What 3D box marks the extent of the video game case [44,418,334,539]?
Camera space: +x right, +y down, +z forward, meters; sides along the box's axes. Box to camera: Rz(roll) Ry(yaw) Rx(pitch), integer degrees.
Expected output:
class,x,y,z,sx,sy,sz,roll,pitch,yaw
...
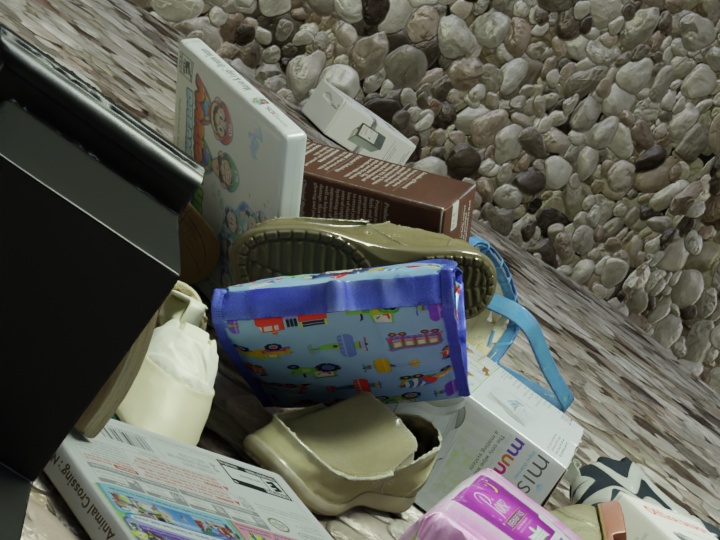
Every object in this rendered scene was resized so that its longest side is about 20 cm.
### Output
class,x,y,z,sx,sy,sz,roll,pitch,yaw
video game case,-0.066,0.145,0.808,0.200,0.022,0.182,27,12,-47

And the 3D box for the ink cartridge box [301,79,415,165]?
class,x,y,z,sx,sy,sz,roll,pitch,yaw
ink cartridge box,-0.006,-0.290,3.209,0.200,0.084,0.146,30,9,-32

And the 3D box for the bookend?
class,x,y,z,sx,sy,sz,roll,pitch,yaw
bookend,-0.138,0.043,0.479,0.092,0.199,0.200,35,9,-15

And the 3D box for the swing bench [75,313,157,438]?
class,x,y,z,sx,sy,sz,roll,pitch,yaw
swing bench,-0.217,-0.030,0.745,0.199,0.130,0.200,38,15,31

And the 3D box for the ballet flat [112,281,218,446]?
class,x,y,z,sx,sy,sz,roll,pitch,yaw
ballet flat,-0.117,0.051,0.966,0.069,0.070,0.200,33,9,-15

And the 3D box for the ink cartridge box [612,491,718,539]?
class,x,y,z,sx,sy,sz,roll,pitch,yaw
ink cartridge box,0.277,0.273,1.227,0.145,0.085,0.200,26,11,-49

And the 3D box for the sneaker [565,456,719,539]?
class,x,y,z,sx,sy,sz,roll,pitch,yaw
sneaker,0.264,0.227,1.434,0.198,0.080,0.130,20,23,-25

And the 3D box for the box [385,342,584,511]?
class,x,y,z,sx,sy,sz,roll,pitch,yaw
box,0.077,0.121,1.233,0.176,0.097,0.200,37,8,7

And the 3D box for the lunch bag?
class,x,y,z,sx,sy,sz,roll,pitch,yaw
lunch bag,-0.008,0.035,1.027,0.150,0.095,0.200,-4,-9,5

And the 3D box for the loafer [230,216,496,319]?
class,x,y,z,sx,sy,sz,roll,pitch,yaw
loafer,0.000,0.000,1.176,0.199,0.076,0.067,8,15,-11

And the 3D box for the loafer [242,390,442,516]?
class,x,y,z,sx,sy,sz,roll,pitch,yaw
loafer,-0.007,0.115,1.034,0.076,0.068,0.200,39,9,25

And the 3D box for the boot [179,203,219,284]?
class,x,y,z,sx,sy,sz,roll,pitch,yaw
boot,-0.197,-0.068,1.295,0.199,0.073,0.155,30,10,-4

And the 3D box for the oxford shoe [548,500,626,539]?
class,x,y,z,sx,sy,sz,roll,pitch,yaw
oxford shoe,0.156,0.229,1.127,0.073,0.071,0.200,-1,15,7

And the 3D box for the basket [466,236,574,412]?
class,x,y,z,sx,sy,sz,roll,pitch,yaw
basket,0.101,0.051,1.480,0.200,0.139,0.177,31,-18,35

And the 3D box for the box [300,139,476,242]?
class,x,y,z,sx,sy,sz,roll,pitch,yaw
box,-0.012,-0.040,1.285,0.199,0.101,0.075,18,28,23

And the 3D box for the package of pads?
class,x,y,z,sx,sy,sz,roll,pitch,yaw
package of pads,0.084,0.190,0.959,0.120,0.076,0.200,38,9,10

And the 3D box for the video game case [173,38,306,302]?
class,x,y,z,sx,sy,sz,roll,pitch,yaw
video game case,-0.103,-0.058,1.248,0.024,0.201,0.182,-12,36,-29
